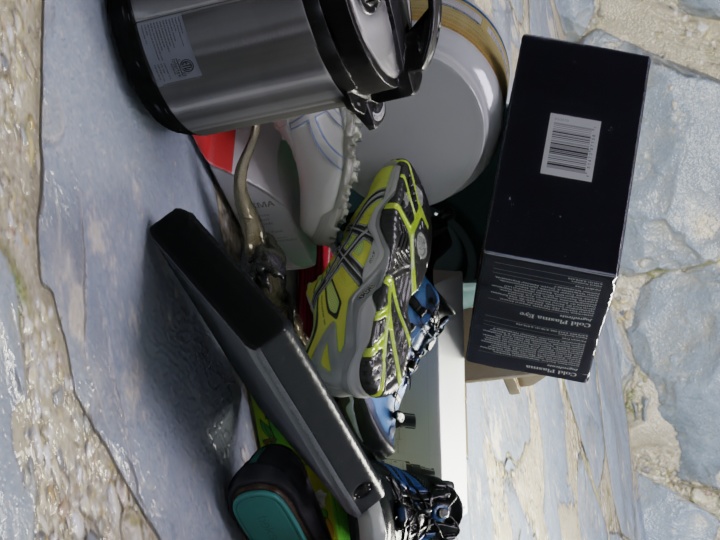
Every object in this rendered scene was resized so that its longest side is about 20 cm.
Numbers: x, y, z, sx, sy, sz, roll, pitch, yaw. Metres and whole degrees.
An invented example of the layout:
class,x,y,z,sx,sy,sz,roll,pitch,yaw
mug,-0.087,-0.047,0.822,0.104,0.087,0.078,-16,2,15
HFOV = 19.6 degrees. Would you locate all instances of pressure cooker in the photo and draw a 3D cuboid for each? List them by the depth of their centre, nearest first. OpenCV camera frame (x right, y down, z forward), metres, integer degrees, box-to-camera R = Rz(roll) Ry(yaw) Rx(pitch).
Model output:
class,x,y,z,sx,sy,sz,roll,pitch,yaw
pressure cooker,-0.047,-0.183,1.352,0.176,0.199,0.180,47,36,-58

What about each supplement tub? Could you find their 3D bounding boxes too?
class,x,y,z,sx,sy,sz,roll,pitch,yaw
supplement tub,0.043,-0.136,1.638,0.200,0.144,0.146,-71,150,-70

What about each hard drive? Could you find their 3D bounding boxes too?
class,x,y,z,sx,sy,sz,roll,pitch,yaw
hard drive,-0.059,0.061,1.361,0.140,0.033,0.200,46,-11,41

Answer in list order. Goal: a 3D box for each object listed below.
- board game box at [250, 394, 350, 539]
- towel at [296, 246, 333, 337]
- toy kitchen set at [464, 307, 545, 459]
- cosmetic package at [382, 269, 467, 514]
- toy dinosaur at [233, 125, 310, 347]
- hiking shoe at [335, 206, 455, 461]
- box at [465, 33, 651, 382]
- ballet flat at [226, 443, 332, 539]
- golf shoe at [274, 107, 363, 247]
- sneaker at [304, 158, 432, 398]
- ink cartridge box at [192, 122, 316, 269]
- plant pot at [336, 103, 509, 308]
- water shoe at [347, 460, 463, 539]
class,x,y,z,sx,sy,sz,roll,pitch,yaw
board game box,-0.031,0.167,1.548,0.102,0.047,0.201,-41,122,-73
towel,-0.018,0.076,1.705,0.201,0.022,0.145,70,17,-47
toy kitchen set,0.109,0.096,1.913,0.181,0.162,0.201,59,27,-58
cosmetic package,0.038,0.100,1.661,0.051,0.082,0.201,-24,114,-60
toy dinosaur,-0.070,0.000,1.468,0.088,0.047,0.201,-85,170,-50
hiking shoe,0.026,0.044,1.559,0.074,0.086,0.201,51,38,-65
box,0.152,-0.045,1.622,0.182,0.103,0.201,92,9,-61
ballet flat,-0.040,0.200,1.457,0.073,0.073,0.201,-80,155,-52
golf shoe,-0.044,-0.119,1.494,0.078,0.097,0.201,-156,-111,-84
sneaker,0.000,0.000,1.491,0.076,0.076,0.201,59,36,-43
ink cartridge box,-0.076,-0.121,1.527,0.200,0.050,0.162,68,19,-51
plant pot,0.061,-0.044,1.799,0.134,0.199,0.201,112,-18,-58
water shoe,0.033,0.166,1.489,0.200,0.078,0.072,21,63,-85
